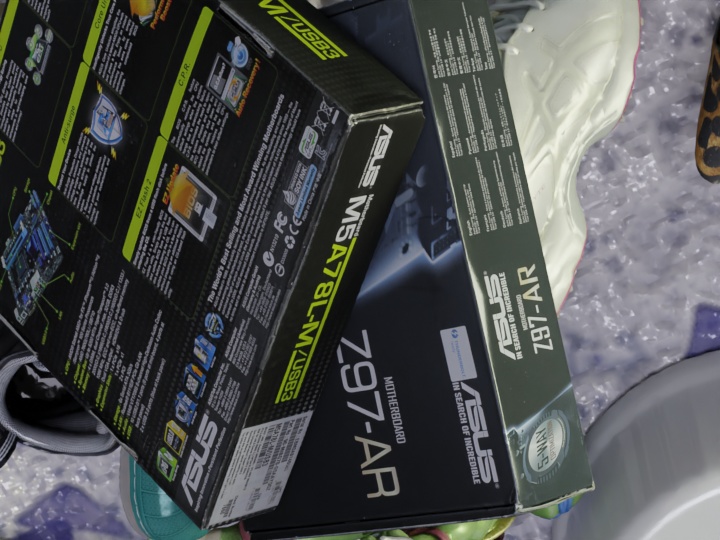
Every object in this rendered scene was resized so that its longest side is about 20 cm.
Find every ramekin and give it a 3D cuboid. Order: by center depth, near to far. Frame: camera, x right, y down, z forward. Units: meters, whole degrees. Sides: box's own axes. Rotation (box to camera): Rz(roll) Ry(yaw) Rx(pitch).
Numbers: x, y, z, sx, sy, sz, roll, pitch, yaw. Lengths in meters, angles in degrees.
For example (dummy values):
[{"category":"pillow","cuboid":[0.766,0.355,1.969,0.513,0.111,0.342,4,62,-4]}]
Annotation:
[{"category":"ramekin","cuboid":[0.191,0.145,1.196,0.200,0.098,0.201,1,115,1]}]

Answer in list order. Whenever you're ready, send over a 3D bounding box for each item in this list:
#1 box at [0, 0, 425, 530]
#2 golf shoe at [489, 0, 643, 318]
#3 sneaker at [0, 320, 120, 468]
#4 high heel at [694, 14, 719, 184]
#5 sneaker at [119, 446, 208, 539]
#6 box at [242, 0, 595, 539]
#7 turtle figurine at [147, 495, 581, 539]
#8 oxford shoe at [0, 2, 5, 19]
[{"category":"box","cuboid":[-0.078,-0.033,1.006,0.047,0.193,0.201,-12,133,-41]},{"category":"golf shoe","cuboid":[0.059,-0.069,1.065,0.091,0.201,0.075,27,158,-35]},{"category":"sneaker","cuboid":[-0.096,0.014,1.137,0.200,0.114,0.075,-42,107,18]},{"category":"high heel","cuboid":[0.138,-0.148,1.075,0.142,0.071,0.201,19,97,-14]},{"category":"sneaker","cuboid":[-0.032,0.033,1.097,0.071,0.080,0.201,33,82,-52]},{"category":"box","cuboid":[0.000,0.000,0.997,0.160,0.043,0.201,-11,92,47]},{"category":"turtle figurine","cuboid":[-0.003,0.075,1.150,0.193,0.200,0.145,-10,79,10]},{"category":"oxford shoe","cuboid":[-0.127,-0.101,1.113,0.199,0.075,0.071,-21,136,-11]}]
